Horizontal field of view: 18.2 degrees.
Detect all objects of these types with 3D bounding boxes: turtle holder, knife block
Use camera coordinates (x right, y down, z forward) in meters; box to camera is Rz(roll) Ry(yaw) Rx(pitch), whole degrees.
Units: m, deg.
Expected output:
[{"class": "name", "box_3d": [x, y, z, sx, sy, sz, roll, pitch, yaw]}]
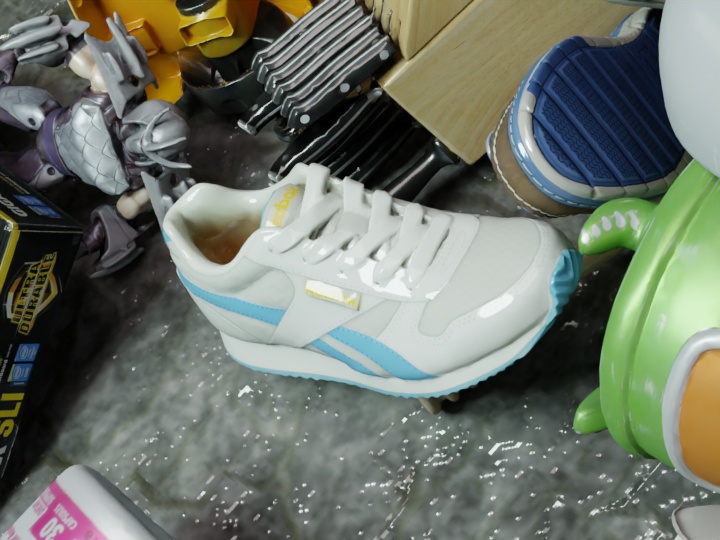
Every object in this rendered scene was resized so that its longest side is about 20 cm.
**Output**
[{"class": "turtle holder", "box_3d": [0.176, 0.014, 0.864, 0.132, 0.185, 0.141, 24, 115, 31]}, {"class": "knife block", "box_3d": [0.049, -0.094, 1.018, 0.200, 0.176, 0.064, -8, 38, -20]}]

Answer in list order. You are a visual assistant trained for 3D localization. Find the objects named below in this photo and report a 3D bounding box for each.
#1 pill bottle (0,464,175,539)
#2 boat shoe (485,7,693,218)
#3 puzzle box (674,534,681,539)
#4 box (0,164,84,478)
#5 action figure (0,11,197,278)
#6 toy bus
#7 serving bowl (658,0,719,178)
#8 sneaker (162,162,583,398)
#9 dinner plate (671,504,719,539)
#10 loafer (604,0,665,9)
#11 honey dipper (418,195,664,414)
[{"class": "pill bottle", "box_3d": [-0.144, 0.187, 0.920, 0.200, 0.113, 0.113, -47, 52, -6]}, {"class": "boat shoe", "box_3d": [0.095, -0.054, 0.929, 0.072, 0.200, 0.072, -37, 87, 30]}, {"class": "puzzle box", "box_3d": [0.153, 0.182, 0.752, 0.200, 0.025, 0.133, 33, 80, 36]}, {"class": "box", "box_3d": [-0.227, 0.008, 1.071, 0.200, 0.049, 0.160, 34, 110, 37]}, {"class": "action figure", "box_3d": [-0.151, -0.062, 1.086, 0.200, 0.130, 0.069, 4, 21, 43]}, {"class": "toy bus", "box_3d": [-0.037, -0.194, 1.100, 0.200, 0.136, 0.192, -17, 41, 19]}, {"class": "serving bowl", "box_3d": [0.197, -0.111, 0.807, 0.200, 0.066, 0.200, -18, 35, 13]}, {"class": "sneaker", "box_3d": [0.000, 0.000, 0.940, 0.200, 0.081, 0.077, -2, 46, 39]}, {"class": "dinner plate", "box_3d": [0.195, 0.120, 0.737, 0.200, 0.200, 0.024, 32, 100, 37]}, {"class": "loafer", "box_3d": [0.147, -0.139, 0.932, 0.200, 0.063, 0.072, 23, 59, -10]}, {"class": "honey dipper", "box_3d": [0.102, -0.009, 0.961, 0.200, 0.038, 0.038, -35, 52, 5]}]
